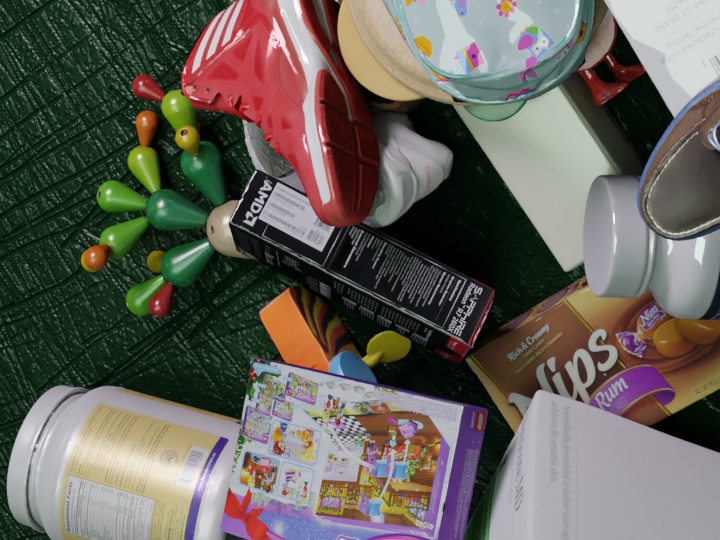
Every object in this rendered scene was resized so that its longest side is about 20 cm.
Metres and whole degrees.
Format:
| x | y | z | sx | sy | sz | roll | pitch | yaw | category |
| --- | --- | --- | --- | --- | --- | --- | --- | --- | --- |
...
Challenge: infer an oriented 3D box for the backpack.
| x | y | z | sx | sy | sz | roll | pitch | yaw | category |
| --- | --- | --- | --- | --- | --- | --- | --- | --- | --- |
| 0.071 | -0.201 | 1.017 | 0.166 | 0.127 | 0.201 | -16 | 89 | 15 | backpack |

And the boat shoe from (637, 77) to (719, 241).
| x | y | z | sx | sy | sz | roll | pitch | yaw | category |
| --- | --- | --- | --- | --- | --- | --- | --- | --- | --- |
| 0.229 | -0.086 | 0.919 | 0.072 | 0.072 | 0.200 | 44 | 118 | 3 | boat shoe |

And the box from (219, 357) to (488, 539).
| x | y | z | sx | sy | sz | roll | pitch | yaw | category |
| --- | --- | --- | --- | --- | --- | --- | --- | --- | --- |
| -0.009 | 0.150 | 1.199 | 0.199 | 0.039 | 0.138 | 11 | 89 | 36 | box |

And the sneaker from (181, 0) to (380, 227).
| x | y | z | sx | sy | sz | roll | pitch | yaw | category |
| --- | --- | --- | --- | --- | --- | --- | --- | --- | --- |
| -0.059 | -0.108 | 1.151 | 0.115 | 0.078 | 0.201 | -23 | 63 | 26 | sneaker |

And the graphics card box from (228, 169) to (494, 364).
| x | y | z | sx | sy | sz | roll | pitch | yaw | category |
| --- | --- | --- | --- | --- | --- | --- | --- | --- | --- |
| 0.000 | 0.000 | 1.210 | 0.199 | 0.125 | 0.051 | 26 | 82 | 4 | graphics card box |

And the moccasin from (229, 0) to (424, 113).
| x | y | z | sx | sy | sz | roll | pitch | yaw | category |
| --- | --- | --- | --- | --- | --- | --- | --- | --- | --- |
| -0.038 | -0.183 | 1.215 | 0.201 | 0.078 | 0.074 | 43 | 119 | 12 | moccasin |

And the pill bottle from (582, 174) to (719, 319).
| x | y | z | sx | sy | sz | roll | pitch | yaw | category |
| --- | --- | --- | --- | --- | --- | --- | --- | --- | --- |
| 0.256 | -0.022 | 1.088 | 0.198 | 0.111 | 0.112 | 0 | 108 | -7 | pill bottle |

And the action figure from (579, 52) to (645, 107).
| x | y | z | sx | sy | sz | roll | pitch | yaw | category |
| --- | --- | --- | --- | --- | --- | --- | --- | --- | --- |
| 0.135 | -0.215 | 1.147 | 0.200 | 0.065 | 0.052 | 54 | 139 | -2 | action figure |

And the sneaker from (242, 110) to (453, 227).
| x | y | z | sx | sy | sz | roll | pitch | yaw | category |
| --- | --- | --- | --- | --- | --- | --- | --- | --- | --- |
| -0.009 | -0.094 | 1.237 | 0.200 | 0.099 | 0.078 | 32 | 130 | 38 | sneaker |

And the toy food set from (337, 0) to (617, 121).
| x | y | z | sx | sy | sz | roll | pitch | yaw | category |
| --- | --- | --- | --- | --- | --- | --- | --- | --- | --- |
| 0.083 | -0.205 | 1.104 | 0.197 | 0.049 | 0.201 | 11 | 95 | 18 | toy food set |

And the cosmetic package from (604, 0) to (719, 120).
| x | y | z | sx | sy | sz | roll | pitch | yaw | category |
| --- | --- | --- | --- | --- | --- | --- | --- | --- | --- |
| 0.272 | -0.178 | 1.025 | 0.164 | 0.200 | 0.166 | -30 | 95 | 27 | cosmetic package |

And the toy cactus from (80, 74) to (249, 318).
| x | y | z | sx | sy | sz | roll | pitch | yaw | category |
| --- | --- | --- | --- | --- | --- | --- | --- | --- | --- |
| -0.138 | -0.045 | 1.303 | 0.164 | 0.102 | 0.201 | 16 | 103 | 7 | toy cactus |

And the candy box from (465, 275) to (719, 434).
| x | y | z | sx | sy | sz | roll | pitch | yaw | category |
| --- | --- | --- | --- | --- | --- | --- | --- | --- | --- |
| 0.192 | 0.060 | 1.212 | 0.199 | 0.056 | 0.117 | -32 | 93 | 26 | candy box |

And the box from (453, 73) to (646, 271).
| x | y | z | sx | sy | sz | roll | pitch | yaw | category |
| --- | --- | --- | --- | --- | --- | --- | --- | --- | --- |
| 0.133 | -0.107 | 1.177 | 0.082 | 0.068 | 0.201 | -32 | 93 | 27 | box |

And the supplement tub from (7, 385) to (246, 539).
| x | y | z | sx | sy | sz | roll | pitch | yaw | category |
| --- | --- | --- | --- | --- | --- | --- | --- | --- | --- |
| -0.177 | 0.179 | 1.349 | 0.199 | 0.145 | 0.146 | 13 | 110 | 18 | supplement tub |

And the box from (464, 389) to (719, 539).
| x | y | z | sx | sy | sz | roll | pitch | yaw | category |
| --- | --- | --- | --- | --- | --- | --- | --- | --- | --- |
| 0.181 | 0.233 | 1.153 | 0.199 | 0.199 | 0.172 | 21 | 123 | -5 | box |

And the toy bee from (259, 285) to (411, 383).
| x | y | z | sx | sy | sz | roll | pitch | yaw | category |
| --- | --- | --- | --- | --- | --- | --- | --- | --- | --- |
| -0.010 | 0.112 | 1.297 | 0.130 | 0.108 | 0.201 | -15 | 74 | 31 | toy bee |
